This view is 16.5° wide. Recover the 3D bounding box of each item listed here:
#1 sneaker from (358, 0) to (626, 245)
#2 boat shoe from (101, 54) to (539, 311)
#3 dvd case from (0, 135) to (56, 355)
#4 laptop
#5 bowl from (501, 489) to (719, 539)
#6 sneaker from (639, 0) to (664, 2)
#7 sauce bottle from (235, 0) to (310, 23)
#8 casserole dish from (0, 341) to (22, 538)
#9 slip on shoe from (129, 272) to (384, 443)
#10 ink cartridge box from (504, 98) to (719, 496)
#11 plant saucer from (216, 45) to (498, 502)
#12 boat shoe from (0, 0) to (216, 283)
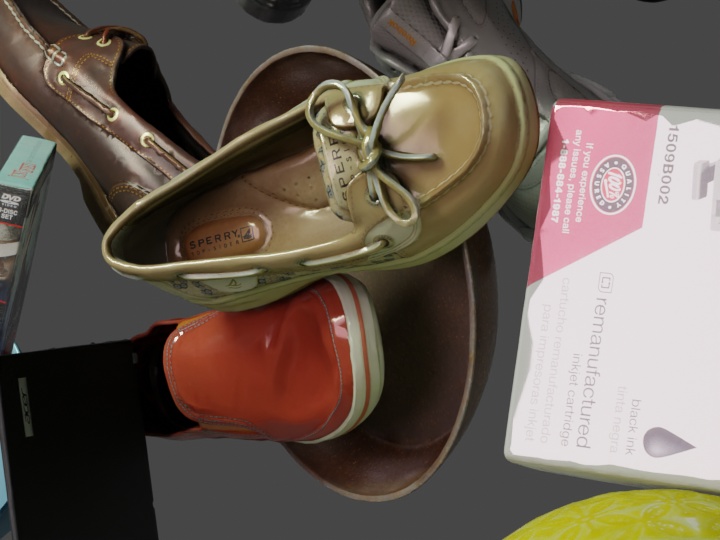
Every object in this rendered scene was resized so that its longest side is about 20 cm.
[{"bbox_3d":[0.048,-0.080,1.064,0.076,0.092,0.200,-48,57,20],"label":"sneaker"},{"bbox_3d":[-0.017,-0.031,0.995,0.200,0.063,0.074,-27,69,35],"label":"boat shoe"},{"bbox_3d":[-0.174,0.045,1.139,0.146,0.022,0.201,-105,28,-79],"label":"dvd case"},{"bbox_3d":[-0.143,0.124,1.096,0.200,0.103,0.178,-9,88,59],"label":"laptop"},{"bbox_3d":[0.096,0.152,0.936,0.200,0.200,0.108,-53,30,18],"label":"bowl"},{"bbox_3d":[0.103,-0.158,1.048,0.200,0.075,0.080,12,91,40],"label":"sneaker"},{"bbox_3d":[-0.011,-0.183,1.107,0.065,0.065,0.200,69,150,26],"label":"sauce bottle"},{"bbox_3d":[-0.225,0.106,1.280,0.200,0.039,0.121,-41,59,26],"label":"casserole dish"},{"bbox_3d":[-0.054,0.044,1.094,0.200,0.061,0.074,-12,88,55],"label":"slip on shoe"},{"bbox_3d":[0.168,0.017,0.934,0.199,0.083,0.147,6,85,29],"label":"ink cartridge box"},{"bbox_3d":[0.000,0.000,1.085,0.200,0.034,0.201,20,115,52],"label":"plant saucer"},{"bbox_3d":[-0.120,-0.082,1.215,0.200,0.070,0.070,50,119,25],"label":"boat shoe"}]
